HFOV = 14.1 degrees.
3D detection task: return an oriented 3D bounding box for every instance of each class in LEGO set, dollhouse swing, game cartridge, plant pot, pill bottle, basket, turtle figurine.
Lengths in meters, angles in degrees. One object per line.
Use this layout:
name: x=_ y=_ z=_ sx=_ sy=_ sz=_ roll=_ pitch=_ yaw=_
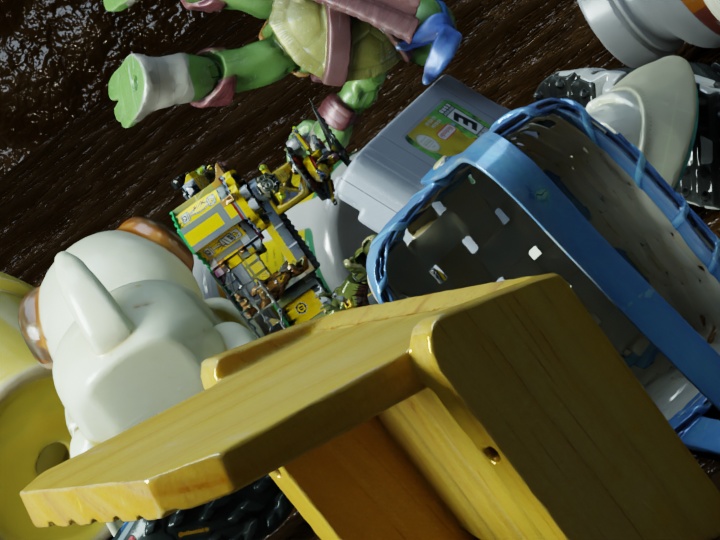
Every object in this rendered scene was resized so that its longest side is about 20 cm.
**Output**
LEGO set: x=0.000 y=0.000 z=1.555 sx=0.116 sy=0.200 sz=0.154 roll=-35 pitch=-7 yaw=9
dollhouse swing: x=0.000 y=0.100 z=1.167 sx=0.176 sy=0.182 sz=0.200 roll=-44 pitch=15 yaw=-26
game cartridge: x=0.072 y=-0.041 z=1.567 sx=0.040 sy=0.133 sz=0.200 roll=-56 pitch=-3 yaw=23
plant pot: x=-0.234 y=0.103 z=1.827 sx=0.201 sy=0.201 sz=0.189 roll=-43 pitch=30 yaw=-21
pill bottle: x=0.229 y=-0.204 z=1.754 sx=0.200 sy=0.112 sz=0.112 roll=-31 pitch=15 yaw=31
basket: x=0.093 y=0.016 z=1.263 sx=0.139 sy=0.176 sz=0.200 roll=-44 pitch=5 yaw=-13
turtle figurine: x=-0.057 y=-0.132 z=1.673 sx=0.194 sy=0.144 sz=0.200 roll=-1 pitch=26 yaw=-27
pill bottle: x=-0.022 y=-0.006 z=1.758 sx=0.113 sy=0.113 sz=0.200 roll=-46 pitch=15 yaw=-29

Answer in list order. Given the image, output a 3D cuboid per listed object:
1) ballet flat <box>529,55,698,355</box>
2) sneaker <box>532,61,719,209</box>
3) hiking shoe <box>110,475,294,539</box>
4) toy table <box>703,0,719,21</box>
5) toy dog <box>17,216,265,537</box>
ballet flat: x=0.118 y=-0.034 z=1.429 sx=0.069 sy=0.069 sz=0.200 roll=-24 pitch=43 yaw=48
sneaker: x=0.181 y=-0.078 z=1.546 sx=0.090 sy=0.067 sz=0.200 roll=-12 pitch=16 yaw=-29
hiking shoe: x=-0.100 y=0.138 z=1.528 sx=0.200 sy=0.074 sz=0.087 roll=-52 pitch=14 yaw=-22
toy table: x=0.260 y=-0.151 z=1.483 sx=0.200 sy=0.117 sz=0.184 roll=-27 pitch=17 yaw=44
toy dog: x=-0.131 y=0.052 z=1.670 sx=0.140 sy=0.194 sz=0.200 roll=-46 pitch=26 yaw=6
